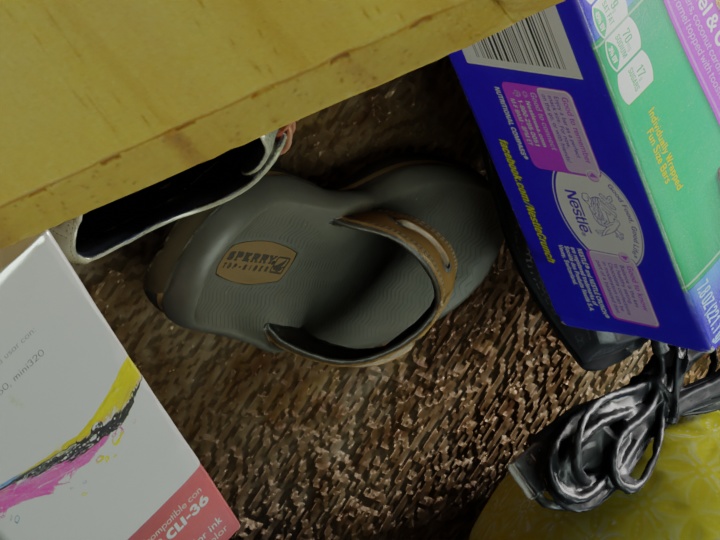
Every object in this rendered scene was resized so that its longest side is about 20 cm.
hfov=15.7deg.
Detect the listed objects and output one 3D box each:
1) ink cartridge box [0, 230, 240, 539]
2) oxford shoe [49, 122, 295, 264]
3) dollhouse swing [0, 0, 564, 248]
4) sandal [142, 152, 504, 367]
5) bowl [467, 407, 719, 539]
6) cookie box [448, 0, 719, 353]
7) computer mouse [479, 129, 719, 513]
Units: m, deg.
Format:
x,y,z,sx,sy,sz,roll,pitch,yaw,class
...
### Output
x,y,z,sx,sy,sz,roll,pitch,yaw,class
-0.124,0.018,0.789,0.067,0.116,0.200,-43,141,-13,ink cartridge box
-0.036,-0.060,0.854,0.200,0.074,0.071,-35,138,-21,oxford shoe
-0.079,-0.114,0.624,0.199,0.182,0.176,-23,134,15,dollhouse swing
0.000,0.000,0.937,0.200,0.055,0.082,6,116,-61,sandal
0.092,0.156,1.055,0.107,0.200,0.201,-6,122,-33,bowl
0.126,-0.102,0.928,0.200,0.075,0.172,-48,131,-29,cookie box
0.085,-0.020,0.996,0.138,0.053,0.201,-32,118,-37,computer mouse
